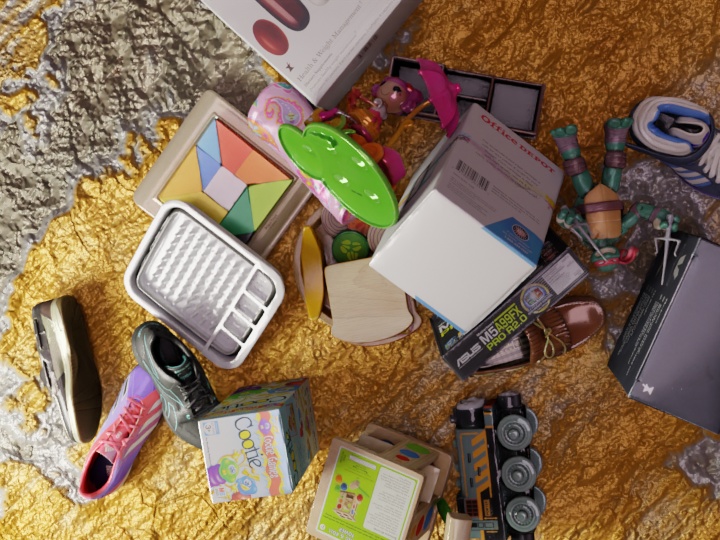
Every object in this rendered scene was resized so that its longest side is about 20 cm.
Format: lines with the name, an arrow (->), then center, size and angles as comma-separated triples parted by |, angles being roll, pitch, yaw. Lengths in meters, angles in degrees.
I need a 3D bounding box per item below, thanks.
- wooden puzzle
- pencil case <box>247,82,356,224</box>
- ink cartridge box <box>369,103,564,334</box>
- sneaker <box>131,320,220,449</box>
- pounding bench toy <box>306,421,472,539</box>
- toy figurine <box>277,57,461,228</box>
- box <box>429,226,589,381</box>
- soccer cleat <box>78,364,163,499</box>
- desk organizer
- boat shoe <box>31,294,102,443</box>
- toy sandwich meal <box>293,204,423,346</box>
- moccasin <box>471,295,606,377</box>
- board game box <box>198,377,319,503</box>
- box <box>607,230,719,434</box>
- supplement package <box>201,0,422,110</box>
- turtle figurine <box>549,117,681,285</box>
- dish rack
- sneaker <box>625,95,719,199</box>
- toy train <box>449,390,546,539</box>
wooden puzzle -> -0.180, -0.109, 1.409 | 0.199, 0.037, 0.186 | 38, 98, 3
pencil case -> -0.055, -0.150, 1.347 | 0.200, 0.087, 0.088 | 45, 99, 14
ink cartridge box -> 0.130, -0.064, 1.262 | 0.146, 0.201, 0.146 | 36, 131, -7
sneaker -> -0.234, 0.157, 1.400 | 0.075, 0.079, 0.201 | -38, 99, -23
pounding bench toy -> 0.063, 0.291, 1.336 | 0.198, 0.156, 0.126 | 19, 98, 20
toy figurine -> 0.029, -0.175, 1.255 | 0.199, 0.151, 0.184 | 29, 64, 39
box -> 0.178, 0.033, 1.313 | 0.200, 0.160, 0.044 | -41, 102, 9
soccer cleat -> -0.321, 0.219, 1.434 | 0.068, 0.073, 0.201 | 27, 96, 5
desk organizer -> 0.131, -0.219, 1.341 | 0.198, 0.077, 0.073 | 11, 96, 6
boat shoe -> -0.401, 0.136, 1.445 | 0.064, 0.073, 0.202 | -8, 90, 19
toy sandwich meal -> 0.000, 0.000, 1.378 | 0.203, 0.070, 0.208 | 1, 95, 7
moccasin -> 0.216, 0.085, 1.355 | 0.199, 0.078, 0.074 | -15, 93, 8
board game box -> -0.124, 0.211, 1.345 | 0.102, 0.200, 0.106 | -9, 93, 7
box -> 0.397, 0.066, 1.270 | 0.116, 0.200, 0.198 | 23, 98, 4
supplement package -> -0.059, -0.339, 1.320 | 0.200, 0.147, 0.192 | 41, 98, 1
turtle figurine -> 0.287, -0.074, 1.254 | 0.148, 0.101, 0.202 | -8, 87, -19
dish rack -> -0.201, 0.014, 1.399 | 0.199, 0.044, 0.172 | 37, 119, 3
sneaker -> 0.414, -0.143, 1.277 | 0.199, 0.146, 0.081 | 30, 98, 4
toy train -> 0.176, 0.258, 1.376 | 0.113, 0.085, 0.202 | -6, 94, 17
